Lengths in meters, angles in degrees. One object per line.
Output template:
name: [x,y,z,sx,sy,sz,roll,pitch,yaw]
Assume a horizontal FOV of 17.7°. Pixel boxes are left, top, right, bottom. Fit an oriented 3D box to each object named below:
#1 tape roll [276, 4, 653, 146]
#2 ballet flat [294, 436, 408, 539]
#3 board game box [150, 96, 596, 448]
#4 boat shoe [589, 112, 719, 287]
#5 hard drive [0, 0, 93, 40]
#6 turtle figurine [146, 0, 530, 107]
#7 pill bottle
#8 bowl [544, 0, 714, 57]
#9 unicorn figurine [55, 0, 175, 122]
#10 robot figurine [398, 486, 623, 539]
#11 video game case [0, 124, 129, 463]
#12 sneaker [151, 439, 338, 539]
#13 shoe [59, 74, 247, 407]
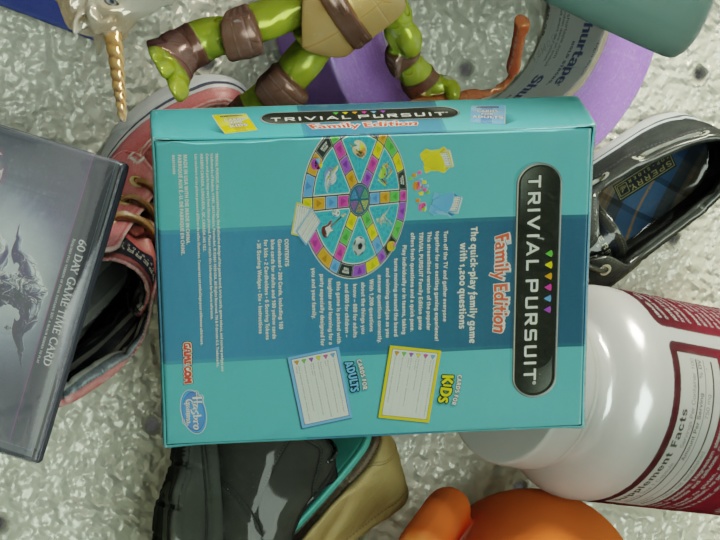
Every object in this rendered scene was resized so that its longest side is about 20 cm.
tape roll: [0.057,-0.144,1.199,0.199,0.066,0.201,-4,100,-24]
ballet flat: [-0.049,0.160,1.195,0.200,0.069,0.063,-41,127,-13]
board game box: [0.005,0.000,1.071,0.199,0.047,0.152,-2,111,-6]
boat shoe: [0.123,-0.021,1.253,0.200,0.057,0.069,-38,112,-16]
hard drive: [-0.175,-0.167,1.049,0.199,0.132,0.025,19,64,-27]
turtle figurine: [-0.020,-0.127,1.090,0.161,0.065,0.200,-32,137,3]
pill bottle: [0.146,0.068,1.224,0.199,0.113,0.113,11,93,-41]
bowl: [0.110,-0.205,1.091,0.105,0.201,0.202,4,96,-7]
unicorn figurine: [-0.095,-0.188,0.976,0.137,0.074,0.200,-30,106,-2]
robot figurine: [0.083,0.188,1.187,0.116,0.200,0.144,2,111,14]
video game case: [-0.221,-0.009,1.058,0.199,0.019,0.143,17,90,4]
sneaker: [-0.054,0.074,1.154,0.090,0.076,0.201,5,85,-12]
shoe: [-0.109,-0.013,1.123,0.200,0.091,0.072,-47,114,-12]
